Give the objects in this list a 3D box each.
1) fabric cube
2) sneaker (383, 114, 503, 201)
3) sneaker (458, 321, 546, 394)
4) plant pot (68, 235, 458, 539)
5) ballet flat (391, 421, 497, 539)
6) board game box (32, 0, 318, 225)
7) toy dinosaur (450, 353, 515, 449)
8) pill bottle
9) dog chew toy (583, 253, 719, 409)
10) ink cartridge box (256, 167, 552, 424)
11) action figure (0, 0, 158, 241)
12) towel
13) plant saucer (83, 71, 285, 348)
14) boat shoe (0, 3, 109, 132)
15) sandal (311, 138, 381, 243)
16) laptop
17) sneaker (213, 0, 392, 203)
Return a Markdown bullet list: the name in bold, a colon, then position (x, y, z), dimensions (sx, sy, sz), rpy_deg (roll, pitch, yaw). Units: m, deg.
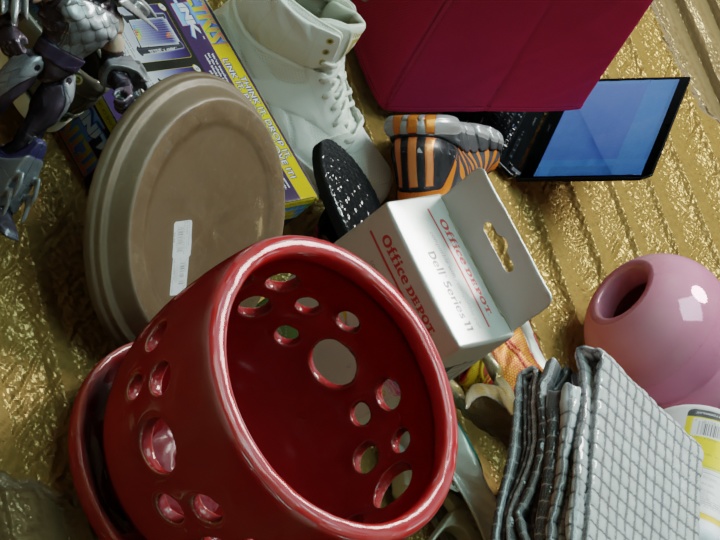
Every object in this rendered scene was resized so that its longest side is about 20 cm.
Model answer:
- **fabric cube**: position (0.109, -0.264, 1.891), dimensions (0.200, 0.199, 0.196), rpy_deg (-3, 59, -26)
- **sneaker**: position (0.062, -0.060, 1.831), dimensions (0.200, 0.077, 0.112), rpy_deg (2, 87, -70)
- **sneaker**: position (0.116, 0.093, 1.774), dimensions (0.077, 0.073, 0.200), rpy_deg (-29, 79, -32)
- **plant pot**: position (-0.070, 0.104, 1.440), dimensions (0.200, 0.182, 0.201), rpy_deg (27, 48, -34)
- **ballet flat**: position (0.063, 0.169, 1.647), dimensions (0.069, 0.069, 0.200), rpy_deg (-22, 78, -53)
- **board game box**: position (-0.141, -0.111, 1.659), dimensions (0.165, 0.057, 0.200), rpy_deg (-13, 70, -53)
- **toy dinosaur**: position (0.095, 0.095, 1.674), dimensions (0.101, 0.058, 0.200), rpy_deg (49, -5, 31)
- **pill bottle**: position (0.245, 0.203, 1.767), dimensions (0.112, 0.112, 0.200), rpy_deg (41, 38, -15)
- **dog chew toy**: position (0.275, 0.077, 1.906), dimensions (0.200, 0.124, 0.125), rpy_deg (42, 36, -26)
- **ink cartridge box**: position (0.024, 0.027, 1.599), dimensions (0.067, 0.200, 0.117), rpy_deg (-10, 67, -50)
- **action figure**: position (-0.201, -0.125, 1.488), dimensions (0.130, 0.200, 0.069), rpy_deg (29, 10, -35)
- **towel**: position (0.163, 0.174, 1.626), dimensions (0.166, 0.085, 0.200), rpy_deg (41, 45, -42)
- **plant saucer**: position (-0.110, -0.032, 1.549), dimensions (0.200, 0.029, 0.200), rpy_deg (-22, 118, -52)
- **boat shoe**: position (-0.232, -0.195, 1.566), dimensions (0.202, 0.060, 0.072), rpy_deg (63, 28, 2)
- **sandal**: position (0.000, 0.000, 1.729), dimensions (0.200, 0.045, 0.075), rpy_deg (67, 26, -6)
- **laptop**: position (0.164, -0.165, 1.996), dimensions (0.200, 0.103, 0.177), rpy_deg (44, 36, -11)
- **sneaker**: position (-0.026, -0.139, 1.758), dimensions (0.200, 0.116, 0.074), rpy_deg (43, 35, -16)
